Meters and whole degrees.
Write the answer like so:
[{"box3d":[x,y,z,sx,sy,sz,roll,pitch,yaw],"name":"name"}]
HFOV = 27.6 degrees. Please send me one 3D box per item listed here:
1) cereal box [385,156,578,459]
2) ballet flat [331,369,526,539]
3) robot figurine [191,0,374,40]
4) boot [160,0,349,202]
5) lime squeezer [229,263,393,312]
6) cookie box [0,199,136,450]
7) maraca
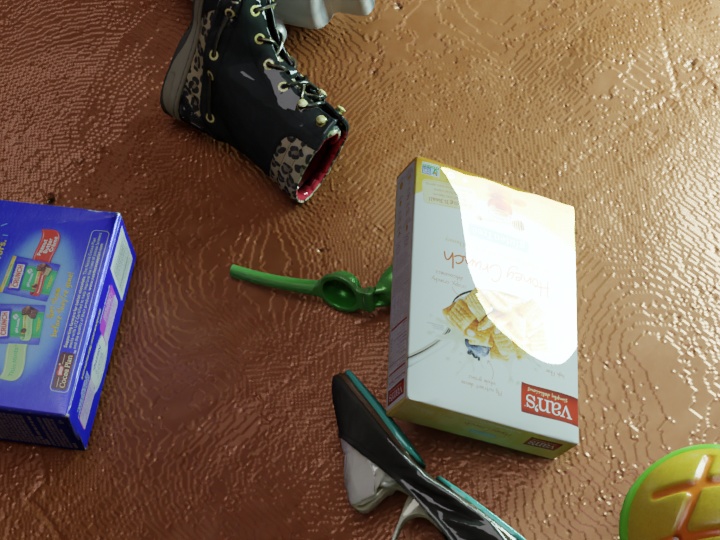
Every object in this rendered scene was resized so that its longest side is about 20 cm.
[{"box3d":[0.092,0.026,1.075,0.143,0.040,0.202,16,58,-22],"name":"cereal box"},{"box3d":[0.033,0.156,1.024,0.068,0.068,0.200,-45,68,-7],"name":"ballet flat"},{"box3d":[-0.081,-0.270,1.236,0.198,0.113,0.171,14,75,9],"name":"robot figurine"},{"box3d":[-0.063,-0.169,1.149,0.153,0.205,0.073,39,33,17],"name":"boot"},{"box3d":[0.000,0.000,1.126,0.198,0.038,0.071,-12,61,-4],"name":"lime squeezer"},{"box3d":[-0.287,0.033,1.095,0.198,0.075,0.173,7,61,6],"name":"cookie box"},{"box3d":[0.257,0.204,0.962,0.137,0.107,0.201,-33,65,-8],"name":"maraca"}]
